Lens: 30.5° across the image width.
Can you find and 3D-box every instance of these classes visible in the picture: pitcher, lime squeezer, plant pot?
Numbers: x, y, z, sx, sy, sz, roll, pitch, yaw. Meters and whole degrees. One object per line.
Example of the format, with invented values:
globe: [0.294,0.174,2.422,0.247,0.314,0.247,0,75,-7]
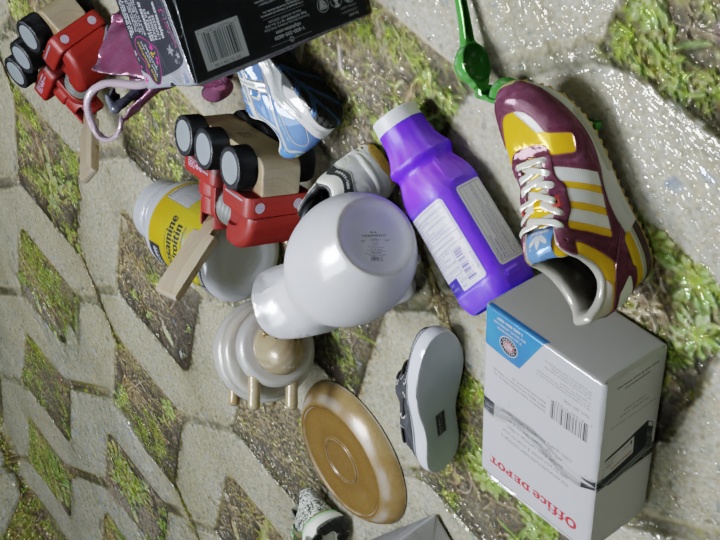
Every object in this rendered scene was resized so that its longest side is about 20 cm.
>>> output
pitcher: [0.000,0.000,1.296,0.200,0.170,0.123,138,124,-60]
lime squeezer: [0.121,-0.170,1.104,0.071,0.038,0.201,-47,69,26]
plant pot: [-0.017,0.234,1.654,0.200,0.027,0.202,38,142,36]

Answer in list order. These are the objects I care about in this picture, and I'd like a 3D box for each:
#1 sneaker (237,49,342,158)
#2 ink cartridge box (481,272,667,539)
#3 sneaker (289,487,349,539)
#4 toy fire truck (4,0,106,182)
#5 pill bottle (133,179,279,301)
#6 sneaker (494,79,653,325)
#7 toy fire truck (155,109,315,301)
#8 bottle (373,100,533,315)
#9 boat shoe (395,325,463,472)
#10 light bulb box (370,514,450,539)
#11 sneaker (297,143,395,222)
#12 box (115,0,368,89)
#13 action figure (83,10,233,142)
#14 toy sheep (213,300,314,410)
sneaker: [-0.104,-0.204,1.364,0.077,0.075,0.201,-47,69,33]
ink cartridge box: [0.185,0.125,1.179,0.144,0.084,0.202,36,141,39]
sneaker: [-0.067,0.367,1.818,0.089,0.076,0.201,59,148,33]
toy fire truck: [-0.375,-0.241,1.748,0.200,0.129,0.176,49,152,-3]
pill bottle: [-0.197,-0.045,1.626,0.199,0.111,0.113,28,136,46]
sneaker: [0.157,-0.054,1.049,0.201,0.090,0.075,56,146,-7]
toy fire truck: [-0.148,-0.060,1.457,0.176,0.128,0.202,34,126,49]
bottle: [0.081,-0.060,1.214,0.201,0.065,0.084,59,154,7]
boat shoe: [0.066,0.128,1.399,0.066,0.070,0.201,35,148,37]
light bulb box: [0.056,0.425,1.594,0.199,0.124,0.200,59,150,6]
sneaker: [-0.035,-0.058,1.381,0.076,0.087,0.200,51,151,15]
box: [-0.115,-0.261,1.225,0.114,0.199,0.133,9,121,57]
action figure: [-0.198,-0.232,1.438,0.198,0.150,0.135,0,129,22]
toy sheep: [-0.120,0.100,1.607,0.200,0.137,0.139,-6,109,65]
